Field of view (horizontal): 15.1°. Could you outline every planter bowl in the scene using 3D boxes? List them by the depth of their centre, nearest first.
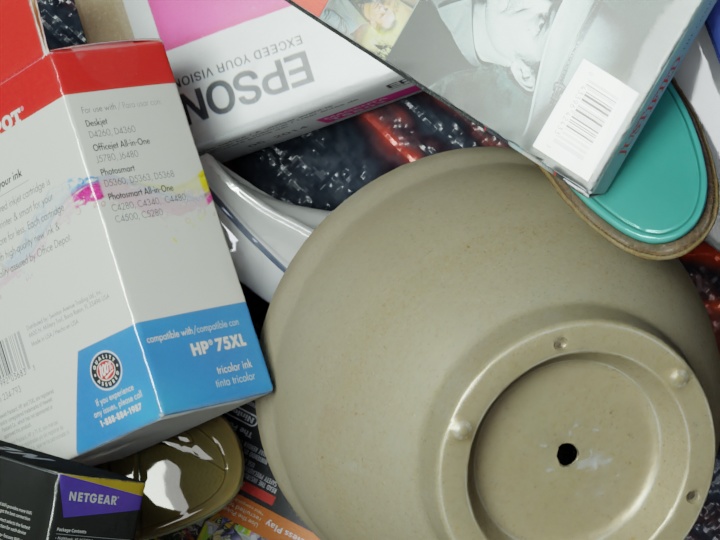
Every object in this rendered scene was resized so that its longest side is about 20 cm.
[{"bbox_3d":[0.068,0.060,1.127,0.200,0.135,0.201,-4,105,-16],"label":"planter bowl"}]

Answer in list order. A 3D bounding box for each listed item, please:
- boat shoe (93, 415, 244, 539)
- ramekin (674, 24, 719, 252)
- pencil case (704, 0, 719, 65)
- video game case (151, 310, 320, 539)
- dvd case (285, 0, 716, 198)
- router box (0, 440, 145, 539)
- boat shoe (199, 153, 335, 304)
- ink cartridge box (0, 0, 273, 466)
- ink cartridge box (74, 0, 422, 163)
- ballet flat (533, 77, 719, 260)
[{"bbox_3d":[-0.148,0.100,1.250,0.200,0.063,0.073,-14,81,8],"label":"boat shoe"},{"bbox_3d":[0.204,-0.087,1.150,0.200,0.098,0.201,1,93,15],"label":"ramekin"},{"bbox_3d":[0.169,-0.104,1.067,0.087,0.078,0.201,-21,85,-8],"label":"pencil case"},{"bbox_3d":[-0.093,0.099,1.272,0.200,0.025,0.181,26,98,12],"label":"video game case"},{"bbox_3d":[0.047,-0.141,1.061,0.200,0.022,0.146,34,105,19],"label":"dvd case"},{"bbox_3d":[-0.189,0.145,1.150,0.200,0.052,0.158,12,90,42],"label":"router box"},{"bbox_3d":[0.000,0.000,1.209,0.200,0.074,0.065,36,97,-15],"label":"boat shoe"},{"bbox_3d":[-0.123,-0.022,1.164,0.116,0.067,0.201,-25,80,45],"label":"ink cartridge box"},{"bbox_3d":[-0.030,-0.149,1.221,0.199,0.075,0.165,-19,86,14],"label":"ink cartridge box"},{"bbox_3d":[0.080,-0.076,1.114,0.068,0.072,0.200,-36,69,-9],"label":"ballet flat"}]
